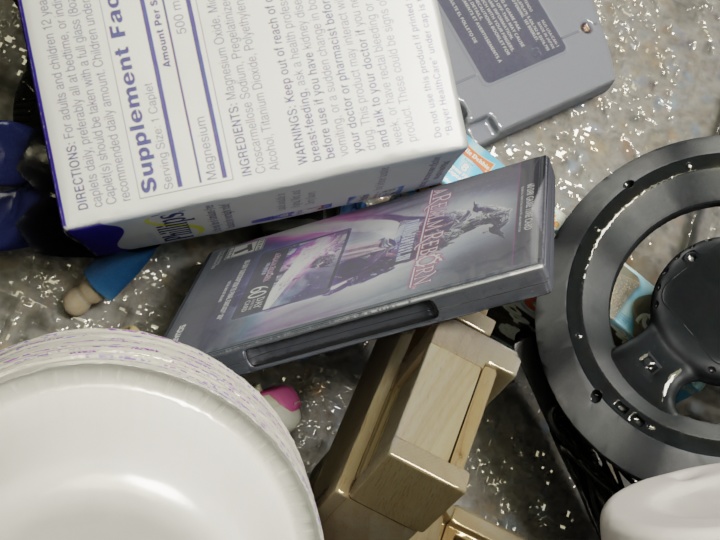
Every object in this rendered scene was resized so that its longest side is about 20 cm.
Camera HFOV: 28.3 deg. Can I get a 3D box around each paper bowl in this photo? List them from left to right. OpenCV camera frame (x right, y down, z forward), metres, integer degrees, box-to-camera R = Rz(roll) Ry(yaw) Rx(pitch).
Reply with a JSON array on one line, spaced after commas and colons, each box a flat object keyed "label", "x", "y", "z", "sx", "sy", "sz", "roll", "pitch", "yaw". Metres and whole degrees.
[{"label": "paper bowl", "x": -0.113, "y": 0.133, "z": 0.619, "sx": 0.200, "sy": 0.104, "sz": 0.201, "roll": -2, "pitch": 102, "yaw": -9}]

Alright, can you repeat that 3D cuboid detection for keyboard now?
[{"label": "keyboard", "x": 0.141, "y": 0.122, "z": 0.793, "sx": 0.040, "sy": 0.104, "sz": 0.201, "roll": -25, "pitch": 91, "yaw": 7}]

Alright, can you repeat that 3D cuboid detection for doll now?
[{"label": "doll", "x": -0.163, "y": -0.039, "z": 0.791, "sx": 0.199, "sy": 0.048, "sz": 0.137, "roll": -1, "pitch": 105, "yaw": -3}]

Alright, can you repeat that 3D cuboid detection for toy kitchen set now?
[{"label": "toy kitchen set", "x": 0.079, "y": 0.103, "z": 0.750, "sx": 0.180, "sy": 0.200, "sz": 0.163, "roll": 27, "pitch": 55, "yaw": -5}]

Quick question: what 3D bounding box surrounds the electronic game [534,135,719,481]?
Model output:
[{"label": "electronic game", "x": 0.189, "y": 0.021, "z": 0.734, "sx": 0.199, "sy": 0.042, "sz": 0.201, "roll": -5, "pitch": 66, "yaw": 12}]

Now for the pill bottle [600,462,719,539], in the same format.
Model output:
[{"label": "pill bottle", "x": 0.177, "y": 0.197, "z": 0.644, "sx": 0.113, "sy": 0.114, "sz": 0.201, "roll": -11, "pitch": 96, "yaw": -19}]

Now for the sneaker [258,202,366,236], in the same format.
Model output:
[{"label": "sneaker", "x": -0.039, "y": -0.043, "z": 0.848, "sx": 0.082, "sy": 0.071, "sz": 0.200, "roll": -3, "pitch": 74, "yaw": 8}]

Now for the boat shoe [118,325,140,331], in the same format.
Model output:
[{"label": "boat shoe", "x": -0.192, "y": 0.078, "z": 0.722, "sx": 0.199, "sy": 0.072, "sz": 0.076, "roll": -21, "pitch": 113, "yaw": -1}]

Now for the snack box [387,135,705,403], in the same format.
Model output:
[{"label": "snack box", "x": 0.103, "y": 0.010, "z": 0.833, "sx": 0.200, "sy": 0.116, "sz": 0.037, "roll": 39, "pitch": 66, "yaw": 1}]

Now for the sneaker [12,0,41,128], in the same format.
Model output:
[{"label": "sneaker", "x": -0.161, "y": -0.151, "z": 0.840, "sx": 0.060, "sy": 0.104, "sz": 0.201, "roll": 0, "pitch": 106, "yaw": 17}]

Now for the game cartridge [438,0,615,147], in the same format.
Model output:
[{"label": "game cartridge", "x": 0.077, "y": -0.186, "z": 0.940, "sx": 0.133, "sy": 0.041, "sz": 0.200, "roll": -25, "pitch": 80, "yaw": -18}]

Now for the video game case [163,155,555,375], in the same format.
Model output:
[{"label": "video game case", "x": 0.000, "y": 0.000, "z": 0.721, "sx": 0.199, "sy": 0.143, "sz": 0.019, "roll": -17, "pitch": 111, "yaw": 15}]

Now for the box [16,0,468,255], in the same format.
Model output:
[{"label": "box", "x": -0.065, "y": -0.120, "z": 0.724, "sx": 0.199, "sy": 0.105, "sz": 0.185, "roll": -12, "pitch": 85, "yaw": -5}]

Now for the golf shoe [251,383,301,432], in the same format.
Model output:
[{"label": "golf shoe", "x": -0.111, "y": 0.132, "z": 0.763, "sx": 0.200, "sy": 0.075, "sz": 0.092, "roll": -29, "pitch": 89, "yaw": -15}]
